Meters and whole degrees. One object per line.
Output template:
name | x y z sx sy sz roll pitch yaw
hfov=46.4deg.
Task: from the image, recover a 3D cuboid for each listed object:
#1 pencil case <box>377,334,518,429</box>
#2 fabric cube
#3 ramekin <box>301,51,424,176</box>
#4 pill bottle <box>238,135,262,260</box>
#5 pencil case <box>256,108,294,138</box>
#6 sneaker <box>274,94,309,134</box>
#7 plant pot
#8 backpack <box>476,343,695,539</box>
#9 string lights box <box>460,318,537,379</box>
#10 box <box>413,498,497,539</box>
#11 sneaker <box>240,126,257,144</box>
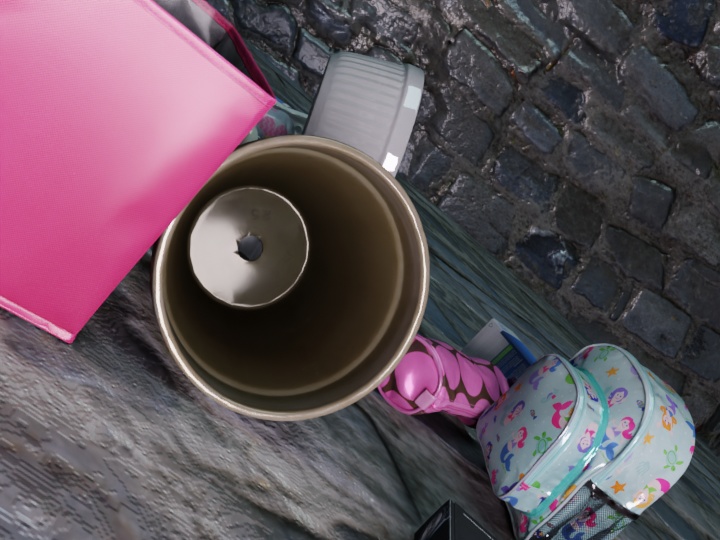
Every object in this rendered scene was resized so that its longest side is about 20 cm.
pencil case | 0.097 0.128 0.919 0.200 0.091 0.094 22 39 -53
fabric cube | -0.202 -0.118 0.531 0.196 0.199 0.200 35 14 -29
ramekin | -0.012 -0.152 0.956 0.105 0.201 0.200 20 16 -8
pill bottle | -0.137 -0.091 0.849 0.200 0.116 0.116 42 12 -2
pencil case | -0.175 -0.168 0.963 0.200 0.091 0.083 18 26 -32
sneaker | -0.106 -0.190 1.148 0.200 0.081 0.146 34 8 -18
plant pot | -0.069 -0.005 0.655 0.200 0.200 0.174 38 -4 -21
backpack | 0.222 0.171 0.841 0.151 0.200 0.178 41 18 -19
string lights box | 0.195 0.165 1.048 0.059 0.103 0.200 32 16 -42
box | 0.120 0.269 0.575 0.200 0.044 0.160 42 11 -2
sneaker | -0.169 -0.107 0.725 0.200 0.075 0.085 7 -13 21
